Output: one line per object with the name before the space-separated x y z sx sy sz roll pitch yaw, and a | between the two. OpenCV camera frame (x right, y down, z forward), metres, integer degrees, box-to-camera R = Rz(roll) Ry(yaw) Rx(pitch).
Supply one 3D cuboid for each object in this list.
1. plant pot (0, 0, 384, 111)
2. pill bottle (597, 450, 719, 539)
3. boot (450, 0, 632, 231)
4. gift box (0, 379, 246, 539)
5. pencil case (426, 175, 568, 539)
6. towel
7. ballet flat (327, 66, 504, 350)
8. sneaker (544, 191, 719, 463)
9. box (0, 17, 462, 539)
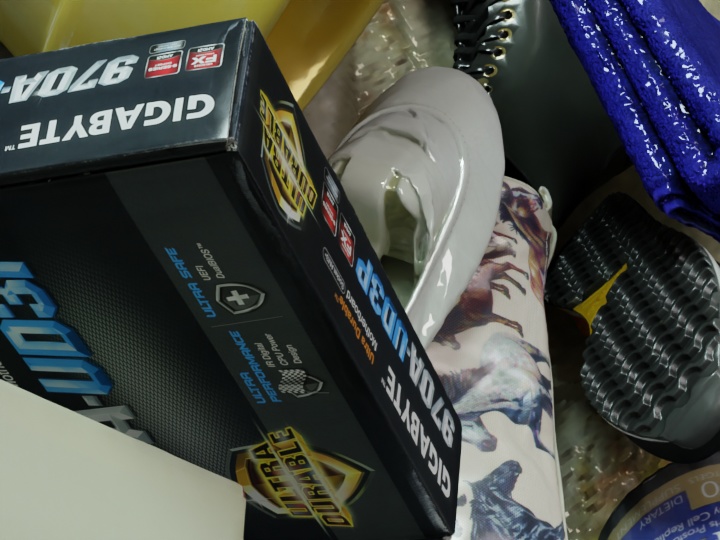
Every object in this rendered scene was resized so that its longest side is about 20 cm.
plant pot | -0.080 -0.150 0.824 0.188 0.201 0.201 36 44 5
pill bottle | 0.148 0.160 0.820 0.112 0.112 0.200 34 22 -19
boot | 0.052 -0.113 0.987 0.200 0.077 0.138 48 49 -4
gift box | -0.156 0.109 0.605 0.186 0.184 0.201 27 46 -36
pencil case | 0.040 0.056 0.863 0.089 0.078 0.201 3 59 -8
towel | 0.147 -0.055 0.940 0.200 0.049 0.148 27 28 -53
ballet flat | 0.000 0.000 0.821 0.069 0.069 0.201 33 66 -20
sneaker | 0.133 0.033 0.907 0.090 0.070 0.200 38 10 -16
box | -0.072 0.018 0.676 0.200 0.158 0.046 63 26 -49
